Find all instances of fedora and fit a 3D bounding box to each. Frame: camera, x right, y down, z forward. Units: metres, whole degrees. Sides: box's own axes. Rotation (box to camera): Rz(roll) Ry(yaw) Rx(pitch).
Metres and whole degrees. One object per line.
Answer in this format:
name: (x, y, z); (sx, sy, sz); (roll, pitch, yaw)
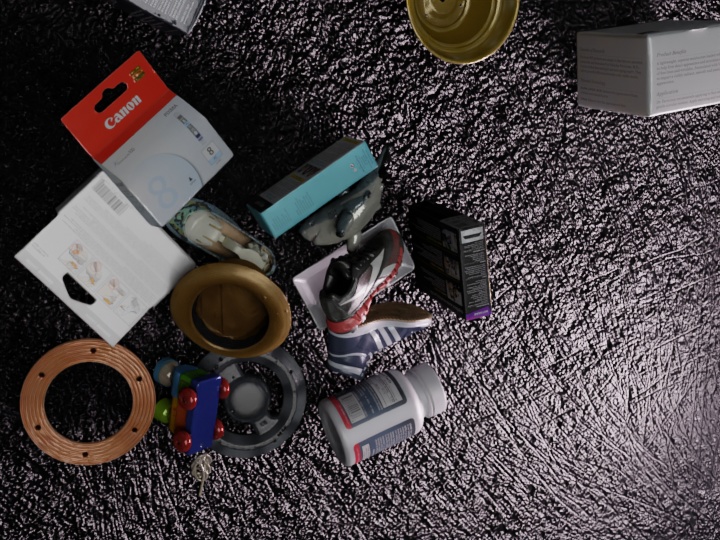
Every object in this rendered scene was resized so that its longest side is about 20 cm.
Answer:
fedora: (-0.192, 0.046, 1.352); (0.198, 0.082, 0.202); (4, 133, 4)

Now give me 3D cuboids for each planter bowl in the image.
planter bowl: (0.146, -0.430, 1.397); (0.198, 0.083, 0.203); (-6, 106, -21)

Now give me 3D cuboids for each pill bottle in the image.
pill bottle: (0.040, 0.237, 1.503); (0.198, 0.119, 0.121); (-22, 111, -17)

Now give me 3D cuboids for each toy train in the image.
toy train: (-0.279, 0.241, 1.378); (0.084, 0.115, 0.202); (-12, 118, -51)

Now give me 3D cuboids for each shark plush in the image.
shark plush: (-0.014, -0.122, 1.414); (0.201, 0.083, 0.091); (-58, 158, 3)

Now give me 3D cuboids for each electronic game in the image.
electronic game: (-0.185, 0.207, 1.442); (0.198, 0.042, 0.202); (-3, 100, -15)

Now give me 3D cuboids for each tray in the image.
tray: (-0.011, 0.003, 1.475); (0.199, 0.022, 0.108); (-33, 113, -12)

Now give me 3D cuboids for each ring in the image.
ring: (-0.413, 0.199, 1.347); (0.198, 0.019, 0.203); (-4, 105, -15)

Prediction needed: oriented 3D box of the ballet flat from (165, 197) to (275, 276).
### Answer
ballet flat: (-0.209, -0.049, 1.353); (0.199, 0.074, 0.075); (29, 91, -26)

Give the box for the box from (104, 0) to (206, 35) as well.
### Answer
box: (-0.308, -0.405, 1.176); (0.199, 0.148, 0.105); (25, 93, -27)

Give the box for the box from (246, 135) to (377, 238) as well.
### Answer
box: (-0.075, -0.132, 1.380); (0.199, 0.082, 0.049); (-36, 115, -10)

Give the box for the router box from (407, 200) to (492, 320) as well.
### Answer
router box: (0.142, -0.021, 1.435); (0.051, 0.200, 0.151); (-12, 109, -17)

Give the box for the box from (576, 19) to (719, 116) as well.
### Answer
box: (0.505, -0.349, 1.506); (0.197, 0.200, 0.132); (-12, 110, -19)

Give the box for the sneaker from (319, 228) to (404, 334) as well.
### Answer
sneaker: (0.000, 0.000, 1.400); (0.201, 0.070, 0.098); (-54, 135, -23)

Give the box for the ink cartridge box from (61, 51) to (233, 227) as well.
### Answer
ink cartridge box: (-0.300, -0.189, 1.269); (0.160, 0.047, 0.201); (-49, 118, -22)

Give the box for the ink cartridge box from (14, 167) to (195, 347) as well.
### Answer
ink cartridge box: (-0.373, -0.019, 1.303); (0.176, 0.045, 0.200); (-45, 115, -8)

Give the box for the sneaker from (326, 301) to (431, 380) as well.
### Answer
sneaker: (0.027, 0.120, 1.497); (0.198, 0.070, 0.110); (-6, 117, -31)
